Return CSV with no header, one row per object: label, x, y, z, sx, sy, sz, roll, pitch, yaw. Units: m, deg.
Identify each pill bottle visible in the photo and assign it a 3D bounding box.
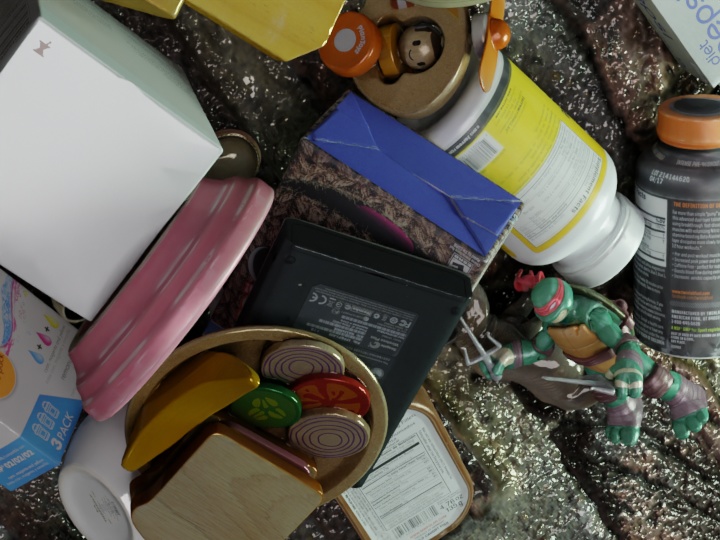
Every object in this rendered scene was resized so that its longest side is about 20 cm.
pill bottle,0.128,-0.076,1.314,0.200,0.112,0.112,39,98,-25
pill bottle,0.275,-0.039,1.369,0.105,0.106,0.202,-7,113,-11

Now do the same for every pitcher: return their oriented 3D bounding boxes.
pitcher,-0.147,0.107,1.292,0.200,0.121,0.173,-39,106,-40

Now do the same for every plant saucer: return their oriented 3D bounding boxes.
plant saucer,-0.138,0.010,1.165,0.051,0.201,0.201,38,99,-9

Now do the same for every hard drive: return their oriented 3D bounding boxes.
hard drive,-0.025,0.065,1.188,0.138,0.033,0.201,17,126,-16

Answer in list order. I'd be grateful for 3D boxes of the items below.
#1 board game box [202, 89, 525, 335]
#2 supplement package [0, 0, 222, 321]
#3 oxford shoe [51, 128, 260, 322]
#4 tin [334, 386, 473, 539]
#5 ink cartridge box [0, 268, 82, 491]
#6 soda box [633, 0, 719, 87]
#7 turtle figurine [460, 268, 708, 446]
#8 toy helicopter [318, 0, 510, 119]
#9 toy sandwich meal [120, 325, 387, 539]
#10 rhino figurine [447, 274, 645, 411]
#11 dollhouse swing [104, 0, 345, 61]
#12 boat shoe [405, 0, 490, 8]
board game box,0.000,0.000,1.253,0.159,0.097,0.201,32,125,5
supplement package,-0.210,-0.097,1.168,0.151,0.200,0.151,35,100,-23
oxford shoe,-0.152,-0.027,1.281,0.200,0.074,0.071,-42,116,5
tin,0.028,0.164,1.394,0.111,0.042,0.201,-33,135,-4
ink cartridge box,-0.297,0.055,1.248,0.068,0.116,0.200,-28,122,37
soda box,0.235,-0.241,1.300,0.068,0.064,0.200,-40,116,3
turtle figurine,0.178,0.066,1.318,0.200,0.149,0.101,37,74,-32
toy helicopter,0.065,-0.207,1.247,0.079,0.131,0.202,28,85,-62
toy sandwich meal,-0.076,0.125,1.161,0.203,0.071,0.207,-3,129,-4
rhino figurine,0.133,0.055,1.398,0.199,0.060,0.088,24,104,-20
dollhouse swing,-0.109,-0.264,1.164,0.175,0.181,0.201,29,84,-48
boat shoe,0.028,-0.237,1.203,0.198,0.063,0.074,6,70,10
